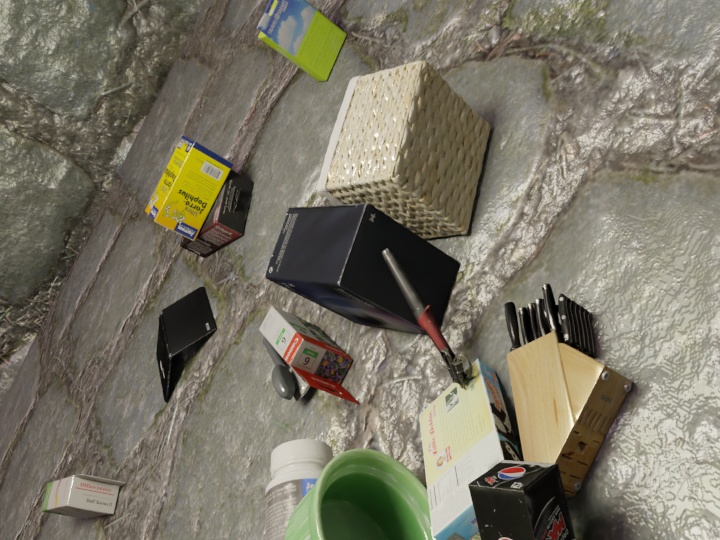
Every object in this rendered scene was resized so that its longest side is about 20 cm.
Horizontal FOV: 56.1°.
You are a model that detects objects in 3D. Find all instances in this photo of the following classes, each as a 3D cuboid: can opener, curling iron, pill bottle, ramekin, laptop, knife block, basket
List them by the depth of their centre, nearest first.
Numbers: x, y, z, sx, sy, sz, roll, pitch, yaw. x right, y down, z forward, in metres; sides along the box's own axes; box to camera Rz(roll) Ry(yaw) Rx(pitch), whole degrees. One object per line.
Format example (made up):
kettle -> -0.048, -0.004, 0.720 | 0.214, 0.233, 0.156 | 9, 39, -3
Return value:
knife block -> 0.204, 0.124, 0.767 | 0.175, 0.063, 0.203 | 29, 93, 56
ramekin -> 0.005, 0.324, 0.791 | 0.098, 0.197, 0.203 | -47, 38, 32
curling iron -> 0.084, 0.055, 0.851 | 0.202, 0.025, 0.050 | 61, 164, 20
pill bottle -> -0.078, 0.351, 0.945 | 0.113, 0.113, 0.203 | -36, 44, 32
basket -> 0.072, -0.171, 1.013 | 0.159, 0.197, 0.204 | -2, 66, 46
can opener -> -0.134, 0.155, 1.189 | 0.053, 0.066, 0.200 | -57, 31, 10
laptop -> -0.411, 0.169, 1.579 | 0.178, 0.101, 0.204 | -124, 41, -52

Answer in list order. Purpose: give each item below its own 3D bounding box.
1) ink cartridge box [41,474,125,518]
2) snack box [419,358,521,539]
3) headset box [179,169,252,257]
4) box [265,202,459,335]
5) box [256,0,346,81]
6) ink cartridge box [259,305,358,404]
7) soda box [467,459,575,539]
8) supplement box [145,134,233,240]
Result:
ink cartridge box -> -0.635, 0.521, 1.553 | 0.198, 0.116, 0.069 | -26, 50, 42
snack box -> 0.124, 0.206, 0.787 | 0.116, 0.037, 0.201 | -48, 18, 22
headset box -> -0.340, -0.138, 1.622 | 0.198, 0.076, 0.152 | -23, 51, 45
box -> 0.000, 0.000, 0.989 | 0.196, 0.198, 0.126 | 3, 69, 52
box -> -0.133, -0.523, 1.487 | 0.047, 0.198, 0.124 | 16, 80, 54
ink cartridge box -> -0.076, 0.132, 1.082 | 0.051, 0.108, 0.199 | -60, 36, 3
soda box -> 0.165, 0.287, 0.633 | 0.070, 0.063, 0.205 | -12, 93, 48
supplement box -> -0.399, -0.193, 1.571 | 0.108, 0.108, 0.203 | 30, 93, 56
